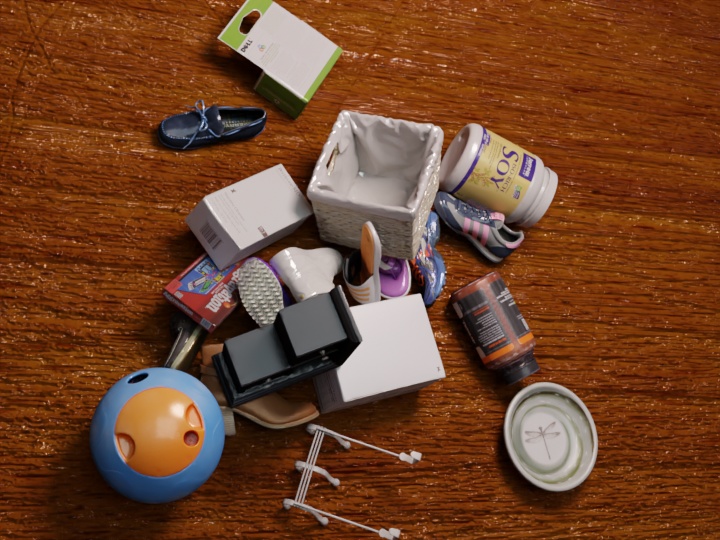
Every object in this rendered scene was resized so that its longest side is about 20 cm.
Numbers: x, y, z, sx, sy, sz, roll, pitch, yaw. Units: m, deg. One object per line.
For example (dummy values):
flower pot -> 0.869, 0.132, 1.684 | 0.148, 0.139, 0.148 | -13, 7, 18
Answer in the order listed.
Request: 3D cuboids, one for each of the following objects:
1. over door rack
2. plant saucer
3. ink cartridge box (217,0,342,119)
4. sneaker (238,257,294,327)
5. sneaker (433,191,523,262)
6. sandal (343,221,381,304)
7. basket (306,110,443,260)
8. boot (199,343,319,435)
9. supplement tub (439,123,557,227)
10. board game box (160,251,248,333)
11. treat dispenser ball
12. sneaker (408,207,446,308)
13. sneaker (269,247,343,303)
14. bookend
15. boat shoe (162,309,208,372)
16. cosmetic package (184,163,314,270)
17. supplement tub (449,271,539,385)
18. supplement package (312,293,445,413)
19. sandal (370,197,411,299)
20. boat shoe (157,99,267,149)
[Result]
over door rack -> -0.015, 0.354, 1.642 | 0.199, 0.067, 0.148 | 15, 65, 5
plant saucer -> 0.344, 0.310, 1.831 | 0.199, 0.050, 0.201 | 8, 69, -20
ink cartridge box -> -0.157, -0.407, 1.858 | 0.200, 0.076, 0.148 | 34, 62, -7
sneaker -> -0.150, 0.059, 1.671 | 0.069, 0.100, 0.201 | -27, 112, 1
sneaker -> 0.227, -0.099, 1.886 | 0.200, 0.082, 0.070 | 35, 39, -25
sandal -> -0.003, -0.007, 1.724 | 0.059, 0.207, 0.079 | -15, 51, -12
basket -> 0.034, -0.149, 1.754 | 0.199, 0.161, 0.199 | 12, 59, 14
boot -> -0.168, 0.188, 1.629 | 0.199, 0.074, 0.155 | -3, 82, -23
supplement tub -> 0.265, -0.180, 1.918 | 0.199, 0.145, 0.146 | 25, 64, -13
board game box -> -0.239, 0.021, 1.641 | 0.103, 0.019, 0.200 | 38, 33, 0
treat dispenser ball -> -0.304, 0.248, 1.487 | 0.200, 0.201, 0.202 | 8, 69, -21
sneaker -> 0.109, -0.022, 1.845 | 0.078, 0.075, 0.201 | 0, 63, -14
sneaker -> -0.070, 0.024, 1.696 | 0.116, 0.074, 0.200 | 57, 24, 16
bookend -> -0.117, 0.120, 1.516 | 0.198, 0.200, 0.092 | -20, 78, -16
boat shoe -> -0.284, 0.093, 1.626 | 0.065, 0.073, 0.200 | 23, 46, 1
cosmetic package -> -0.188, -0.095, 1.700 | 0.113, 0.081, 0.200 | 53, 45, 2
supplement tub -> 0.254, 0.110, 1.832 | 0.107, 0.107, 0.201 | -24, 82, -28
supplement package -> 0.020, 0.143, 1.717 | 0.199, 0.111, 0.156 | -10, 76, -26
sandal -> 0.035, -0.042, 1.810 | 0.082, 0.050, 0.203 | -18, 71, 5
boat shoe -> -0.264, -0.271, 1.766 | 0.199, 0.069, 0.084 | -18, 79, -27
